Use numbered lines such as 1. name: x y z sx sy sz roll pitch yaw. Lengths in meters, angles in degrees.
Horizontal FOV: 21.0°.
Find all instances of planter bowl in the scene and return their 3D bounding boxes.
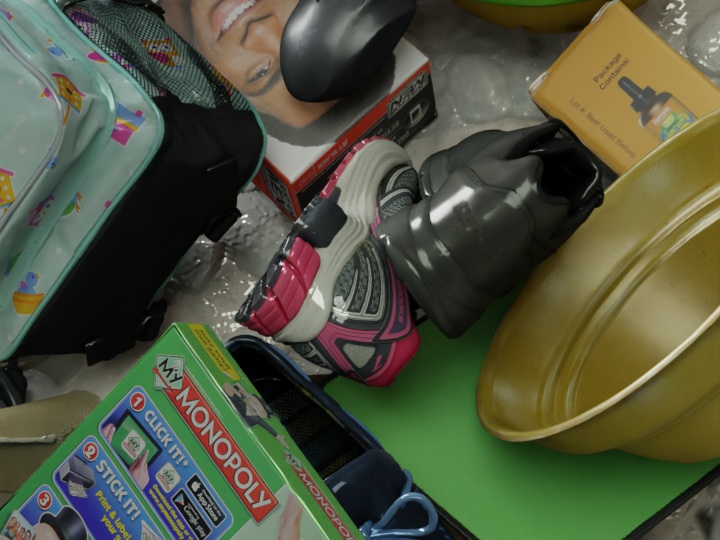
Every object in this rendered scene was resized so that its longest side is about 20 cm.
1. planter bowl: 0.149 0.021 0.844 0.083 0.200 0.201 42 74 -15

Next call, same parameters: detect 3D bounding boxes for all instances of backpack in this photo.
1. backpack: -0.171 -0.072 0.960 0.176 0.153 0.200 -53 53 24

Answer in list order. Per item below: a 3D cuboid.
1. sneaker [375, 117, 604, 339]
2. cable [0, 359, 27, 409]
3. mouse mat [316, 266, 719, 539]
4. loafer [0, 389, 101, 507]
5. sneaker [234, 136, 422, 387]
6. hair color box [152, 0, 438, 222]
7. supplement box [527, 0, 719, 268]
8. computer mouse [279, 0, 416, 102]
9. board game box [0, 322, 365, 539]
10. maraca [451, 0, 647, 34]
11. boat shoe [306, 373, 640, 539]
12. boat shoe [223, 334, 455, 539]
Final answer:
1. sneaker: 0.072 -0.031 0.886 0.091 0.200 0.076 -35 98 18
2. cable: -0.261 0.104 0.964 0.198 0.051 0.164 -7 69 0
3. mouse mat: 0.097 0.056 0.902 0.199 0.008 0.161 -31 53 -30
4. loafer: -0.152 0.090 0.907 0.198 0.076 0.068 12 71 -21
5. sneaker: 0.000 0.000 0.915 0.074 0.200 0.081 34 114 -2
6. hair color box: -0.063 -0.124 1.029 0.101 0.061 0.200 -43 67 -13
7. supplement box: 0.176 -0.041 0.947 0.067 0.069 0.200 -46 69 4
8. computer mouse: 0.017 -0.172 0.962 0.058 0.034 0.201 20 78 46
9. board game box: -0.055 0.140 0.768 0.135 0.029 0.200 -44 68 18
10. maraca: 0.079 -0.180 1.009 0.198 0.108 0.138 0 40 15
11. boat shoe: 0.028 0.101 0.904 0.198 0.065 0.072 10 45 8
12. boat shoe: -0.012 0.107 0.807 0.084 0.069 0.200 -37 55 -16
